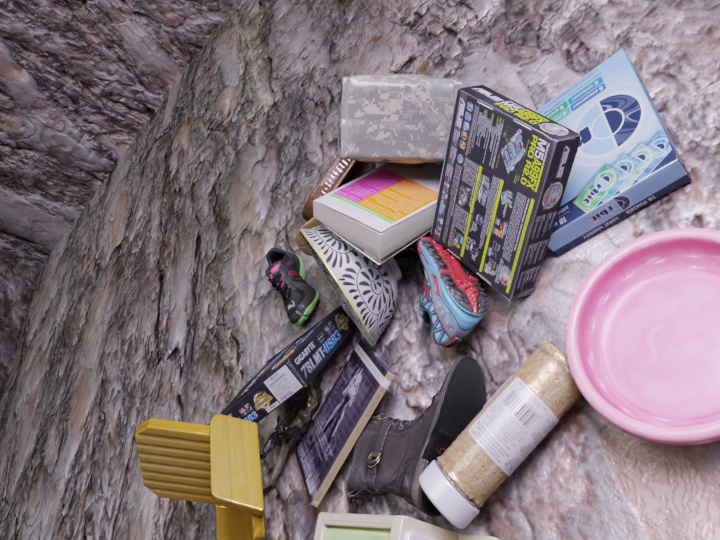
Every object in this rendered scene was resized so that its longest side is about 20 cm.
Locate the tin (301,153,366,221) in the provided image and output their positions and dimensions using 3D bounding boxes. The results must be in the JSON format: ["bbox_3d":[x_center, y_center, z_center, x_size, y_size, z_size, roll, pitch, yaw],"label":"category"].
[{"bbox_3d":[-0.039,-0.169,1.136,0.202,0.041,0.112,-54,0,8],"label":"tin"}]

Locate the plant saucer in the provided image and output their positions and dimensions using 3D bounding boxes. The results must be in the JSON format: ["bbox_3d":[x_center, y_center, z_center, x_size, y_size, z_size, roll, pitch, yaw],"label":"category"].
[{"bbox_3d":[0.290,0.060,0.568,0.197,0.051,0.206,-24,48,30],"label":"plant saucer"}]

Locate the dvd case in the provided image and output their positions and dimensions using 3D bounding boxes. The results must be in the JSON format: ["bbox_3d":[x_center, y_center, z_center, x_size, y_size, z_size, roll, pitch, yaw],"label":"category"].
[{"bbox_3d":[-0.027,0.207,0.879,0.204,0.016,0.149,-60,17,2],"label":"dvd case"}]

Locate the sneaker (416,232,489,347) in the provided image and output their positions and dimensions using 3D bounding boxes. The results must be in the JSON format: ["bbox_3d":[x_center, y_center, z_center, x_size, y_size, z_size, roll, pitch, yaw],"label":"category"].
[{"bbox_3d":[0.101,0.022,0.828,0.202,0.077,0.097,-98,31,-58],"label":"sneaker"}]

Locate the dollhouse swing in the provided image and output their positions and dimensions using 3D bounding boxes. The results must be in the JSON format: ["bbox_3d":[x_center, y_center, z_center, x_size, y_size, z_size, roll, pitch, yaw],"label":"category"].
[{"bbox_3d":[-0.224,0.324,0.863,0.184,0.170,0.204,-107,20,-48],"label":"dollhouse swing"}]

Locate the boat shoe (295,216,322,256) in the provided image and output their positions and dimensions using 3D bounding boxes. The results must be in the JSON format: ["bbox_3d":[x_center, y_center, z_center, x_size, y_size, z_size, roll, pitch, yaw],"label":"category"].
[{"bbox_3d":[-0.018,-0.100,0.996,0.196,0.072,0.070,-29,17,19],"label":"boat shoe"}]

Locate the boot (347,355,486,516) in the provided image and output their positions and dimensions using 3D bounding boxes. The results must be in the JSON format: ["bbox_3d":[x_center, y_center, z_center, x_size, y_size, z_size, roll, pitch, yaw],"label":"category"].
[{"bbox_3d":[0.059,0.196,0.770,0.172,0.069,0.204,-8,53,58],"label":"boot"}]

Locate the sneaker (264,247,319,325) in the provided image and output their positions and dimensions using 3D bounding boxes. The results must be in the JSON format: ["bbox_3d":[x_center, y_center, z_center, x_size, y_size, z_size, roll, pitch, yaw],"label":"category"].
[{"bbox_3d":[-0.133,0.027,1.122,0.077,0.083,0.201,-51,35,12],"label":"sneaker"}]

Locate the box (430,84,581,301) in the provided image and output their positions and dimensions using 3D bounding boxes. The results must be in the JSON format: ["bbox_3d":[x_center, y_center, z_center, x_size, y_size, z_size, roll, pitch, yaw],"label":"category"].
[{"bbox_3d":[0.162,-0.094,0.742,0.160,0.043,0.205,42,137,42],"label":"box"}]

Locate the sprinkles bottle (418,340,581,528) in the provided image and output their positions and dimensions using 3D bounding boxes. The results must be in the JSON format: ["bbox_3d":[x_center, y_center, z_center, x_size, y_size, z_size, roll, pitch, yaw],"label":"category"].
[{"bbox_3d":[0.149,0.169,0.643,0.200,0.068,0.068,-47,35,1],"label":"sprinkles bottle"}]

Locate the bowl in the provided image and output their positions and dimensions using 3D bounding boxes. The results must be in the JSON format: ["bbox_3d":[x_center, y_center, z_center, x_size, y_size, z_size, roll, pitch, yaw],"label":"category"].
[{"bbox_3d":[0.000,0.000,0.912,0.093,0.204,0.201,-33,35,-6],"label":"bowl"}]

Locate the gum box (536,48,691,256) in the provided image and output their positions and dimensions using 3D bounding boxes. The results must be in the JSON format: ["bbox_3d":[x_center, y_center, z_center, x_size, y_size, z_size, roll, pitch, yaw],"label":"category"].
[{"bbox_3d":[0.280,-0.145,0.755,0.168,0.044,0.205,-33,43,34],"label":"gum box"}]

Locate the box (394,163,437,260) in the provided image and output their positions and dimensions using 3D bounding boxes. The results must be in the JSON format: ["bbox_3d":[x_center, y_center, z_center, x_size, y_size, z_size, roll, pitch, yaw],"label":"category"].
[{"bbox_3d":[0.032,-0.089,1.027,0.197,0.048,0.163,-19,51,44],"label":"box"}]

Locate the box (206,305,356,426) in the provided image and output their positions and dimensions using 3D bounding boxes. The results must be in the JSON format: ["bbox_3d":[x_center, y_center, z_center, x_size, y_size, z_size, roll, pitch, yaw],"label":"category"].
[{"bbox_3d":[-0.117,0.157,0.948,0.197,0.050,0.200,-37,4,29],"label":"box"}]

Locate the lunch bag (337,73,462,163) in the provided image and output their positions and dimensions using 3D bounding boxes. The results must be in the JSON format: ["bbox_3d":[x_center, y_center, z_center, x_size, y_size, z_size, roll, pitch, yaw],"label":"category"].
[{"bbox_3d":[0.047,-0.212,0.877,0.200,0.158,0.122,-98,9,-75],"label":"lunch bag"}]

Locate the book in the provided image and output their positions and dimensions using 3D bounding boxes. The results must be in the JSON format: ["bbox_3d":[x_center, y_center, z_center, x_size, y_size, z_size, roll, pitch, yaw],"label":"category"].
[{"bbox_3d":[0.047,-0.099,0.857,0.132,0.049,0.198,32,47,33],"label":"book"}]

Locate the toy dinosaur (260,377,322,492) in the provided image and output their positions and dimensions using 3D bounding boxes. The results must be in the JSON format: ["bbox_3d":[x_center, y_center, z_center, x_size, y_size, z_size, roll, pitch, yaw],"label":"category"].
[{"bbox_3d":[-0.117,0.255,0.938,0.047,0.088,0.204,29,90,30],"label":"toy dinosaur"}]

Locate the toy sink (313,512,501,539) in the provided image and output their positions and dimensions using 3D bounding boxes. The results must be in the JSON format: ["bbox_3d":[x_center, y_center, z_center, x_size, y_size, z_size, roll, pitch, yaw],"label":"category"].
[{"bbox_3d":[0.038,0.334,0.649,0.197,0.111,0.134,-17,52,44],"label":"toy sink"}]
